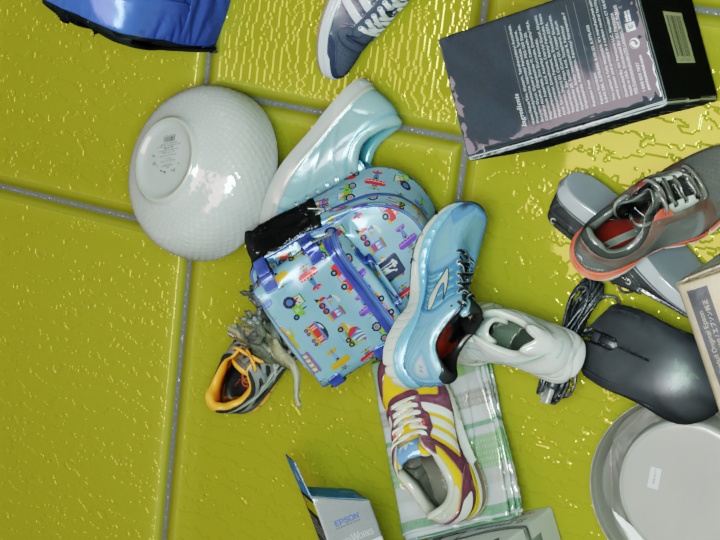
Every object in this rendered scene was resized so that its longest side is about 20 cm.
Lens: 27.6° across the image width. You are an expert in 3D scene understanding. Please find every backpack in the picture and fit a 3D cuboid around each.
[{"bbox_3d":[-0.250,-0.333,1.594,0.161,0.200,0.170,21,108,23],"label":"backpack"},{"bbox_3d":[0.000,0.000,1.533,0.199,0.135,0.184,-29,113,5],"label":"backpack"}]

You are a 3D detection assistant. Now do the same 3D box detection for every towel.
[{"bbox_3d":[0.088,0.180,1.584,0.148,0.031,0.202,-18,77,27],"label":"towel"}]

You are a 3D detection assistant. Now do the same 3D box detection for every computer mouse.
[{"bbox_3d":[0.267,0.089,1.444,0.199,0.053,0.140,19,85,37],"label":"computer mouse"}]

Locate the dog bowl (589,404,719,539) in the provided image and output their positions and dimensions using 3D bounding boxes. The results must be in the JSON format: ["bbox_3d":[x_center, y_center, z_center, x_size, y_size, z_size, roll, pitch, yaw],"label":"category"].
[{"bbox_3d":[0.334,0.217,1.473,0.198,0.059,0.203,4,100,26],"label":"dog bowl"}]

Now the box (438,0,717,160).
[{"bbox_3d":[0.209,-0.190,1.386,0.195,0.200,0.125,-16,90,27],"label":"box"}]

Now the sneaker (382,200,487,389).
[{"bbox_3d":[0.097,0.028,1.472,0.089,0.078,0.202,6,75,44],"label":"sneaker"}]

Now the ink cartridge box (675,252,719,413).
[{"bbox_3d":[0.369,0.062,1.348,0.075,0.200,0.166,-20,89,27],"label":"ink cartridge box"}]

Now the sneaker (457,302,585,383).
[{"bbox_3d":[0.135,0.062,1.501,0.199,0.080,0.071,8,76,48],"label":"sneaker"}]

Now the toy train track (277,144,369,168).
[{"bbox_3d":[-0.077,-0.108,1.644,0.198,0.032,0.116,-13,86,22],"label":"toy train track"}]

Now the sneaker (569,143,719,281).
[{"bbox_3d":[0.291,-0.060,1.393,0.199,0.082,0.077,-35,72,-7],"label":"sneaker"}]

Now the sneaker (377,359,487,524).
[{"bbox_3d":[0.063,0.170,1.535,0.075,0.090,0.201,-38,67,23],"label":"sneaker"}]

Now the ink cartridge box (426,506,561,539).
[{"bbox_3d":[0.114,0.321,1.524,0.145,0.199,0.085,-17,88,28],"label":"ink cartridge box"}]

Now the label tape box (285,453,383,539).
[{"bbox_3d":[-0.015,0.289,1.611,0.063,0.144,0.202,-21,89,-8],"label":"label tape box"}]

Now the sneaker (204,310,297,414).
[{"bbox_3d":[-0.111,0.089,1.667,0.078,0.077,0.201,36,111,19],"label":"sneaker"}]

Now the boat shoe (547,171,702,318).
[{"bbox_3d":[0.267,-0.013,1.467,0.200,0.070,0.067,40,134,11],"label":"boat shoe"}]

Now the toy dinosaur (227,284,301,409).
[{"bbox_3d":[-0.101,0.069,1.544,0.047,0.200,0.089,-25,114,-13],"label":"toy dinosaur"}]

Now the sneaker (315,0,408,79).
[{"bbox_3d":[0.029,-0.282,1.535,0.108,0.070,0.202,27,107,22],"label":"sneaker"}]

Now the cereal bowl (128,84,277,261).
[{"bbox_3d":[-0.191,-0.114,1.631,0.199,0.083,0.203,-10,75,39],"label":"cereal bowl"}]

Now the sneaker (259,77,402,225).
[{"bbox_3d":[-0.031,-0.105,1.569,0.082,0.074,0.201,41,106,18],"label":"sneaker"}]
